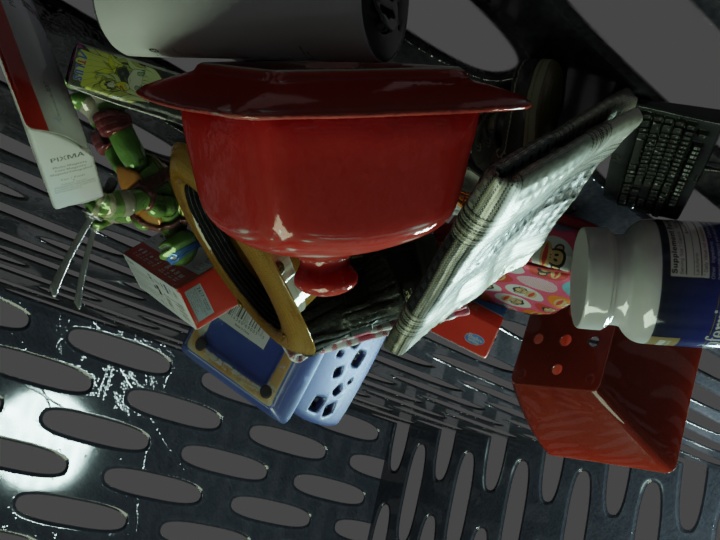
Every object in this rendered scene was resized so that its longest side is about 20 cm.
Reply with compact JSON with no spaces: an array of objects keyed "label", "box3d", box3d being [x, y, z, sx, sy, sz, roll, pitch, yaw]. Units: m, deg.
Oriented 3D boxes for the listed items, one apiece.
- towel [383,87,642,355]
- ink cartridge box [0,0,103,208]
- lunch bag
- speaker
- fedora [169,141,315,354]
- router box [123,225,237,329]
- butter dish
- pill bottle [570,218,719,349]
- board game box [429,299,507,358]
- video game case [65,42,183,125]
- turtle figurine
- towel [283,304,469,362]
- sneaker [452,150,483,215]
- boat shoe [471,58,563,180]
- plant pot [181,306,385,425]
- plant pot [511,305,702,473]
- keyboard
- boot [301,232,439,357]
[{"label":"towel","box3d":[0.115,-0.033,0.638,0.035,0.199,0.193,43,137,16]},{"label":"ink cartridge box","box3d":[-0.252,-0.162,0.670,0.057,0.164,0.200,-19,163,-21]},{"label":"lunch bag","box3d":[0.154,-0.016,0.959,0.174,0.083,0.200,15,166,-4]},{"label":"speaker","box3d":[-0.070,-0.176,0.565,0.198,0.082,0.081,8,165,24]},{"label":"fedora","box3d":[-0.074,-0.028,0.708,0.201,0.082,0.201,47,161,22]},{"label":"router box","box3d":[-0.143,-0.025,0.941,0.199,0.179,0.049,20,137,58]},{"label":"butter dish","box3d":[-0.023,-0.057,0.562,0.198,0.150,0.199,-9,-162,-28]},{"label":"pill bottle","box3d":[0.300,0.012,0.807,0.197,0.117,0.116,3,165,6]},{"label":"board game box","box3d":[0.078,0.026,1.059,0.198,0.041,0.153,26,-166,9]},{"label":"video game case","box3d":[-0.146,-0.139,0.714,0.179,0.036,0.200,15,-173,-21]},{"label":"turtle figurine","box3d":[-0.249,-0.079,0.828,0.198,0.196,0.144,-22,178,11]},{"label":"towel","box3d":[-0.005,0.027,0.908,0.198,0.030,0.147,-14,-143,-18]},{"label":"sneaker","box3d":[0.036,-0.093,0.804,0.199,0.077,0.092,23,167,-29]},{"label":"boat shoe","box3d":[0.117,-0.100,0.689,0.065,0.072,0.201,19,165,15]},{"label":"plant pot","box3d":[-0.094,0.067,1.095,0.199,0.201,0.179,32,-171,22]},{"label":"plant pot","box3d":[0.316,0.133,1.183,0.199,0.202,0.176,-2,148,46]},{"label":"keyboard","box3d":[0.271,-0.082,0.724,0.126,0.021,0.200,11,166,14]},{"label":"boot","box3d":[-0.001,-0.002,0.857,0.156,0.080,0.211,-20,-161,3]}]
